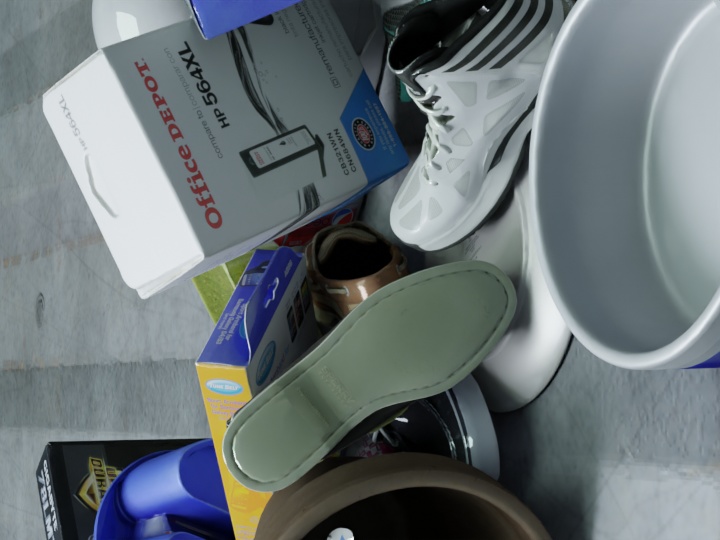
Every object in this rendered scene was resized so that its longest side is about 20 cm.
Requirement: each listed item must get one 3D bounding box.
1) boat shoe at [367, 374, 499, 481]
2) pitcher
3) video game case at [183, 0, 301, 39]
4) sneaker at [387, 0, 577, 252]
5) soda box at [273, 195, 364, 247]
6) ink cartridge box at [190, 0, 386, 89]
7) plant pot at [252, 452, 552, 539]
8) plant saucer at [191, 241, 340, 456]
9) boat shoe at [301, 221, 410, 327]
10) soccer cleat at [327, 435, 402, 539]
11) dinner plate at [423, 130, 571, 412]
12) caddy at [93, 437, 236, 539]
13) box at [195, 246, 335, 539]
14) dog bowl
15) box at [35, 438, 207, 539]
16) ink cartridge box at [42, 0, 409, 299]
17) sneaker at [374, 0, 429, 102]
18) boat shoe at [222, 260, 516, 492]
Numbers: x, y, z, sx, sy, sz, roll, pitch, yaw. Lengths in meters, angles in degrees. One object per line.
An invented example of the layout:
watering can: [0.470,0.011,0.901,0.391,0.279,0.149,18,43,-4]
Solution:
boat shoe: [0.028,0.086,1.161,0.200,0.067,0.072,-132,33,-59]
pitcher: [-0.171,-0.168,1.560,0.171,0.120,0.201,-42,60,46]
video game case: [-0.036,-0.237,1.168,0.182,0.199,0.046,-121,9,-56]
sneaker: [0.046,-0.097,1.054,0.201,0.115,0.076,-53,39,34]
soda box: [-0.079,-0.096,1.364,0.200,0.070,0.064,43,127,40]
ink cartridge box: [-0.053,-0.215,1.349,0.200,0.084,0.147,-134,50,-57]
plant pot: [0.005,0.193,1.091,0.175,0.198,0.202,-147,62,-72]
plant saucer: [-0.077,0.028,1.352,0.200,0.048,0.201,41,159,59]
boat shoe: [0.000,0.000,1.202,0.072,0.075,0.200,69,169,-21]
soccer cleat: [-0.011,0.195,1.220,0.070,0.085,0.202,44,-135,-85]
dinner plate: [0.079,-0.012,1.129,0.200,0.024,0.202,-177,90,-65]
caddy: [-0.093,0.204,1.293,0.105,0.199,0.143,-29,44,49]
box: [-0.060,0.083,1.186,0.119,0.041,0.201,-65,-28,-49]
dog bowl: [0.165,-0.053,0.881,0.200,0.078,0.202,-179,90,-65]
box: [-0.135,0.222,1.371,0.050,0.197,0.201,118,145,-46]
ink cartridge box: [-0.085,-0.089,1.171,0.084,0.199,0.147,-27,91,47]
sneaker: [0.065,-0.151,1.118,0.200,0.077,0.092,172,94,-74]
boat shoe: [0.004,0.058,1.085,0.072,0.200,0.061,56,-178,-1]
